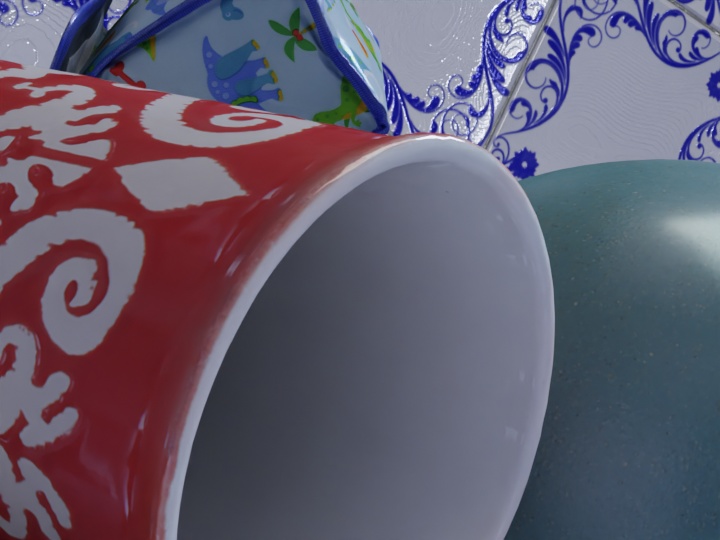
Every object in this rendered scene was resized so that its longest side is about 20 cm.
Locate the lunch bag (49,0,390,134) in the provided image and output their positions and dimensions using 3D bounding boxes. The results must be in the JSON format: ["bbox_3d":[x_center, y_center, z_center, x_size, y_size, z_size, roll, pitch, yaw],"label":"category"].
[{"bbox_3d":[-0.094,-0.090,0.850,0.128,0.199,0.170,58,10,-15],"label":"lunch bag"}]

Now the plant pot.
[{"bbox_3d":[0.059,0.053,0.520,0.133,0.203,0.200,15,-5,6],"label":"plant pot"}]

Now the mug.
[{"bbox_3d":[-0.071,0.033,0.422,0.199,0.180,0.133,19,29,35],"label":"mug"}]
